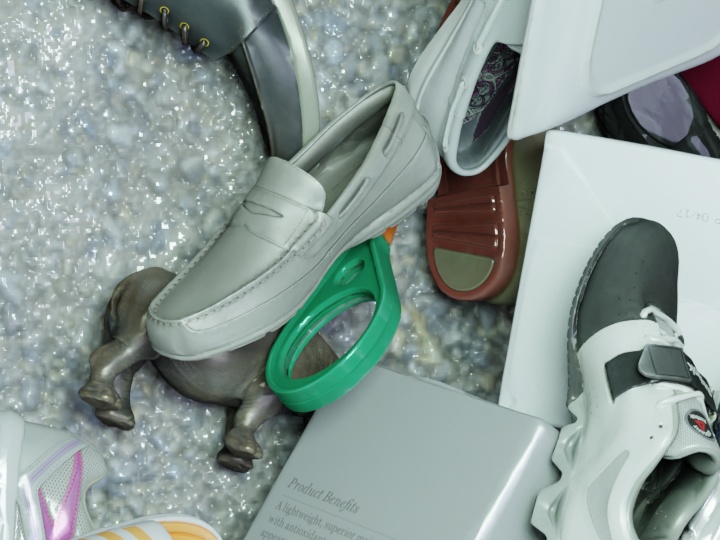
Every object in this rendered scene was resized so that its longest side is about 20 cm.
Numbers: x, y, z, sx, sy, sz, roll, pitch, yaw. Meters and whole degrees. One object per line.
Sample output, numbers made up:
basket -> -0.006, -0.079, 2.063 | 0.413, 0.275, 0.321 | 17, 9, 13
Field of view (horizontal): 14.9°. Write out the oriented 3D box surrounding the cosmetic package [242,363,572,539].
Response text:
cosmetic package -> 0.043, 0.180, 1.458 | 0.165, 0.165, 0.200 | 40, 76, -38

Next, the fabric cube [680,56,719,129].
fabric cube -> 0.339, -0.120, 1.603 | 0.200, 0.196, 0.200 | -43, 103, -18

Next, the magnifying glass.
magnifying glass -> 0.000, 0.000, 1.489 | 0.022, 0.079, 0.200 | 47, 39, -26

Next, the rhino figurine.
rhino figurine -> -0.058, 0.062, 1.499 | 0.200, 0.060, 0.088 | 22, 71, -24

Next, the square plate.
square plate -> 0.160, -0.175, 1.436 | 0.200, 0.028, 0.199 | -25, 135, -45

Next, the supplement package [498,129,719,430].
supplement package -> 0.187, 0.019, 1.479 | 0.199, 0.111, 0.156 | 11, 92, 8

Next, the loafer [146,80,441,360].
loafer -> -0.039, -0.027, 1.449 | 0.200, 0.070, 0.070 | -42, 130, -30

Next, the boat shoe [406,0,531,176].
boat shoe -> 0.088, -0.135, 1.460 | 0.072, 0.069, 0.200 | 11, 129, -36

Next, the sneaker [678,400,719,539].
sneaker -> 0.202, 0.133, 1.393 | 0.087, 0.075, 0.201 | 22, 101, 1

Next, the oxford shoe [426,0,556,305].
oxford shoe -> 0.081, -0.077, 1.571 | 0.075, 0.070, 0.201 | 15, 79, -51

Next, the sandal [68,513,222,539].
sandal -> -0.148, 0.177, 1.375 | 0.206, 0.059, 0.079 | -12, 94, -30

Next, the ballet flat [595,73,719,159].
ballet flat -> 0.194, -0.040, 1.621 | 0.066, 0.057, 0.201 | -26, 106, -10

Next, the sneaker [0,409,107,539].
sneaker -> -0.171, 0.170, 1.436 | 0.088, 0.081, 0.201 | 5, 89, -24

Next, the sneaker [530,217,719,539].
sneaker -> 0.147, 0.069, 1.365 | 0.074, 0.088, 0.201 | 24, 69, -42

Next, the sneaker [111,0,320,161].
sneaker -> -0.094, -0.138, 1.493 | 0.106, 0.075, 0.201 | -20, 98, -9
